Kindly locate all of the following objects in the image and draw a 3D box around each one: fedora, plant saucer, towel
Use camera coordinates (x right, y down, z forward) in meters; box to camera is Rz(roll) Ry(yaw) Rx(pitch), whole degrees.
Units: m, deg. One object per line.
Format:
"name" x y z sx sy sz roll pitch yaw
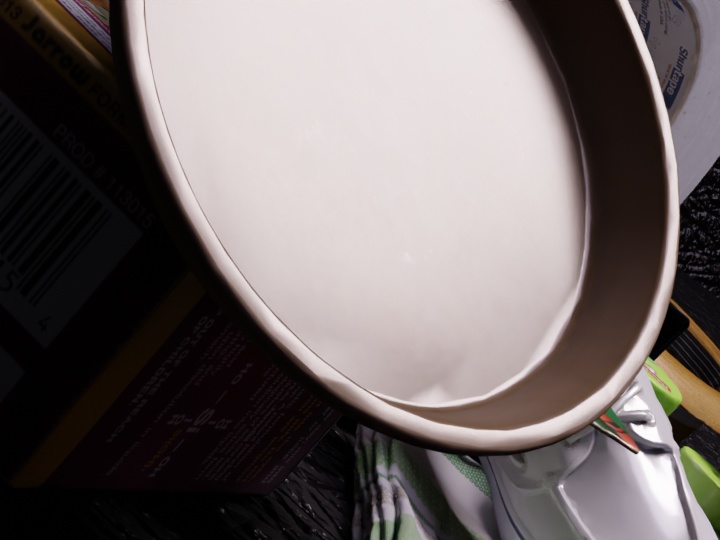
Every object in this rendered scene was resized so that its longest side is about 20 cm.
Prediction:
"fedora" 0.159 0.059 1.594 0.200 0.082 0.201 40 13 -11
"plant saucer" 0.009 -0.044 0.706 0.199 0.029 0.201 20 59 -37
"towel" 0.059 0.119 0.971 0.149 0.031 0.200 39 8 -7

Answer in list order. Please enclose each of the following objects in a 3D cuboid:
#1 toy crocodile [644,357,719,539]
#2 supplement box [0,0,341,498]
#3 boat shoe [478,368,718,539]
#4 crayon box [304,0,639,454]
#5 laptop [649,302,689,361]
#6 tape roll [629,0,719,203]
"toy crocodile" 0.099 0.079 1.030 0.062 0.068 0.200 34 16 -34
"supplement box" -0.074 -0.012 0.793 0.131 0.103 0.200 44 9 19
"boat shoe" 0.077 0.059 0.957 0.200 0.073 0.066 -125 -152 -47
"crayon box" 0.016 -0.039 0.813 0.200 0.051 0.127 40 9 -25
"laptop" 0.056 -0.004 1.326 0.187 0.116 0.200 41 8 -1
"tape roll" 0.085 -0.090 1.117 0.066 0.201 0.200 42 7 36
